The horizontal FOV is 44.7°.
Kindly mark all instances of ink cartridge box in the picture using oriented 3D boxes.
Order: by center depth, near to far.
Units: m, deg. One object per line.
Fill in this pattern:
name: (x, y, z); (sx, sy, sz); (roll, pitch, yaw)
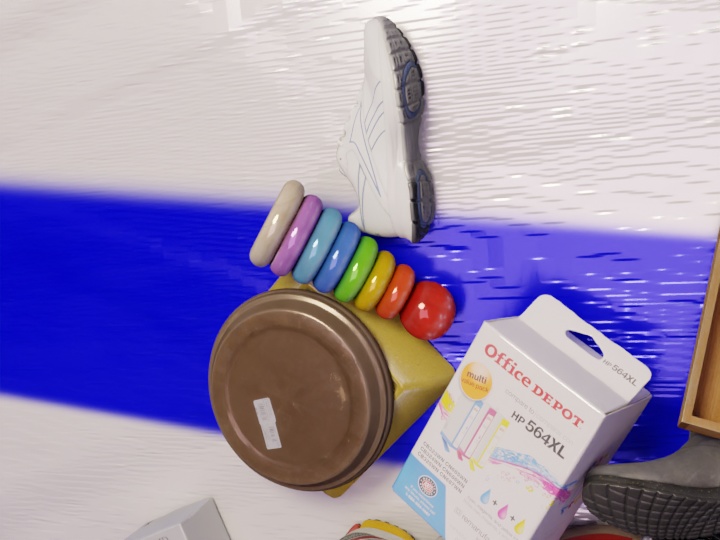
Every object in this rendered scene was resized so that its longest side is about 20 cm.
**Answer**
ink cartridge box: (0.143, 0.135, 0.750); (0.128, 0.124, 0.203); (36, 111, 28)

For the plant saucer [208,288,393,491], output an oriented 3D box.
plant saucer: (-0.064, 0.119, 0.840); (0.195, 0.029, 0.205); (4, 102, 19)

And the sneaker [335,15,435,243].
sneaker: (0.015, -0.125, 0.796); (0.085, 0.074, 0.205); (0, 99, 25)

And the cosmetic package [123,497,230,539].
cosmetic package: (-0.174, 0.366, 0.955); (0.100, 0.071, 0.203); (-25, 90, 23)

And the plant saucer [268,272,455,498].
plant saucer: (-0.040, 0.103, 0.869); (0.200, 0.048, 0.200); (46, 111, 8)

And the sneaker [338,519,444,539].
sneaker: (0.052, 0.297, 0.833); (0.196, 0.082, 0.080); (-2, 95, 33)

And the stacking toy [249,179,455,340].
stacking toy: (0.000, 0.000, 0.809); (0.197, 0.086, 0.086); (29, 109, -8)

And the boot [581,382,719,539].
boot: (0.278, 0.144, 0.717); (0.195, 0.133, 0.071); (2, 138, 8)

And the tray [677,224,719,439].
tray: (0.319, 0.035, 0.684); (0.097, 0.037, 0.204); (13, 76, 17)

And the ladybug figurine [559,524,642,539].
ladybug figurine: (0.209, 0.309, 0.801); (0.197, 0.072, 0.138); (-21, 93, 23)

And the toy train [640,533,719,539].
toy train: (0.329, 0.254, 0.725); (0.197, 0.115, 0.086); (27, 140, 10)
